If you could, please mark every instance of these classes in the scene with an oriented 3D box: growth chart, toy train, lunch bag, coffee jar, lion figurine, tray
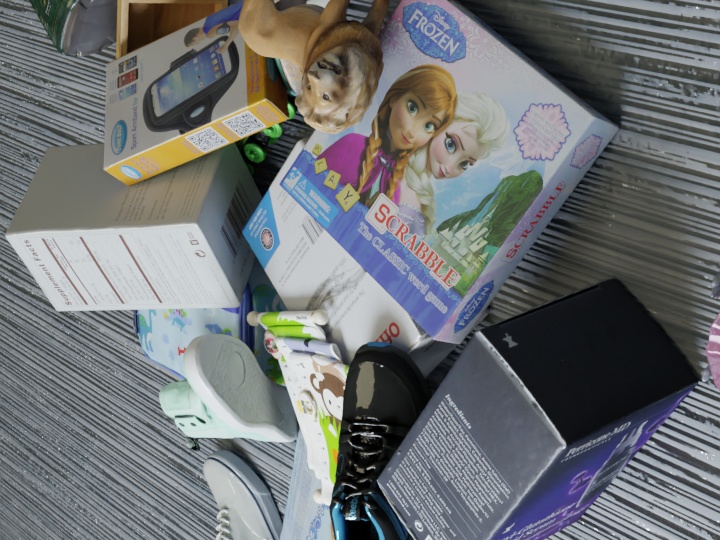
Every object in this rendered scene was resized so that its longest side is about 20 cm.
[{"bbox_3d":[-0.029,0.122,1.201,0.145,0.018,0.201,-14,96,58],"label":"growth chart"},{"bbox_3d":[-0.110,-0.124,1.306,0.056,0.042,0.200,35,140,-6],"label":"toy train"},{"bbox_3d":[-0.151,0.035,1.409,0.200,0.082,0.161,28,123,42],"label":"lunch bag"},{"bbox_3d":[-0.321,-0.330,1.468,0.200,0.085,0.104,56,144,19],"label":"coffee jar"},{"bbox_3d":[-0.043,-0.184,1.080,0.200,0.072,0.123,34,99,50],"label":"lion figurine"},{"bbox_3d":[-0.185,-0.174,1.344,0.037,0.098,0.200,-117,29,-54],"label":"tray"}]

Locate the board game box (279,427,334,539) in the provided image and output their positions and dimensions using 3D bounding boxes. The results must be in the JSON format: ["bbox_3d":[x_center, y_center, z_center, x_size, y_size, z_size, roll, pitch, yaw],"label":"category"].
[{"bbox_3d":[0.002,0.221,1.246,0.199,0.043,0.201,6,86,56],"label":"board game box"}]

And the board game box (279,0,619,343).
[{"bbox_3d":[0.059,-0.085,1.046,0.200,0.041,0.200,44,108,32],"label":"board game box"}]

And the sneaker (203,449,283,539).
[{"bbox_3d":[-0.122,0.283,1.481,0.200,0.071,0.073,57,141,19],"label":"sneaker"}]

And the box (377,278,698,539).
[{"bbox_3d":[0.125,0.119,1.027,0.104,0.148,0.200,53,140,23],"label":"box"}]

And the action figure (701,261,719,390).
[{"bbox_3d":[0.309,0.061,0.837,0.200,0.134,0.149,23,80,31],"label":"action figure"}]

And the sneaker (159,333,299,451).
[{"bbox_3d":[-0.143,0.115,1.263,0.118,0.200,0.074,-4,66,19],"label":"sneaker"}]

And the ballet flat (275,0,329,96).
[{"bbox_3d":[-0.048,-0.245,1.173,0.067,0.068,0.201,-8,101,25],"label":"ballet flat"}]

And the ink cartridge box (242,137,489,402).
[{"bbox_3d":[0.000,0.000,1.192,0.200,0.084,0.145,59,142,17],"label":"ink cartridge box"}]

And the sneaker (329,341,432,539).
[{"bbox_3d":[0.014,0.158,1.103,0.073,0.082,0.201,3,102,22],"label":"sneaker"}]

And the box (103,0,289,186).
[{"bbox_3d":[-0.157,-0.156,1.237,0.200,0.041,0.119,-19,58,23],"label":"box"}]

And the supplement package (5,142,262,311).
[{"bbox_3d":[-0.205,-0.042,1.305,0.199,0.117,0.117,-1,139,21],"label":"supplement package"}]
